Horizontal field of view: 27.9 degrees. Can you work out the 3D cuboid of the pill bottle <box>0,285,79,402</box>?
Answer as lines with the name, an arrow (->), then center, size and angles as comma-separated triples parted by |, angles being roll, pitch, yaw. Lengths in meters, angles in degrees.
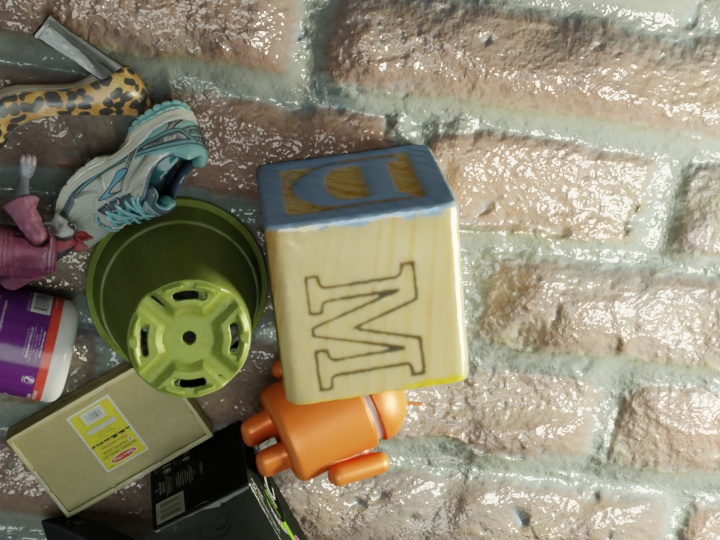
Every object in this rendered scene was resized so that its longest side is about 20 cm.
pill bottle -> -0.405, 0.067, 1.532 | 0.199, 0.113, 0.113 | 13, 111, -13

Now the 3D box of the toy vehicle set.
toy vehicle set -> -0.284, 0.184, 1.647 | 0.199, 0.027, 0.125 | -29, 114, 5

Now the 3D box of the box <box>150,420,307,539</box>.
box -> -0.141, 0.307, 1.653 | 0.124, 0.149, 0.201 | -26, 115, 2

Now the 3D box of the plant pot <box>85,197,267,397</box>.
plant pot -> -0.184, 0.042, 1.495 | 0.199, 0.190, 0.201 | -3, 105, -10

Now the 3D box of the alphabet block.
alphabet block -> 0.000, 0.000, 1.517 | 0.195, 0.196, 0.201 | -7, 113, -3

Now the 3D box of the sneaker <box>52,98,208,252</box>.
sneaker -> -0.237, -0.083, 1.489 | 0.200, 0.086, 0.078 | -44, 148, 15

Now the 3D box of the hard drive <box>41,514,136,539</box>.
hard drive -> -0.275, 0.354, 1.647 | 0.042, 0.199, 0.136 | -35, 127, -39

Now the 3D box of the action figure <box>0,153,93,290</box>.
action figure -> -0.366, -0.023, 1.446 | 0.199, 0.149, 0.135 | -3, 129, -13

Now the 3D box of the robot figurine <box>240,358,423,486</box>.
robot figurine -> -0.033, 0.160, 1.613 | 0.199, 0.144, 0.117 | -26, 126, -10

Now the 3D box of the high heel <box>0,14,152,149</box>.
high heel -> -0.313, -0.141, 1.478 | 0.142, 0.071, 0.200 | 35, 100, -19
